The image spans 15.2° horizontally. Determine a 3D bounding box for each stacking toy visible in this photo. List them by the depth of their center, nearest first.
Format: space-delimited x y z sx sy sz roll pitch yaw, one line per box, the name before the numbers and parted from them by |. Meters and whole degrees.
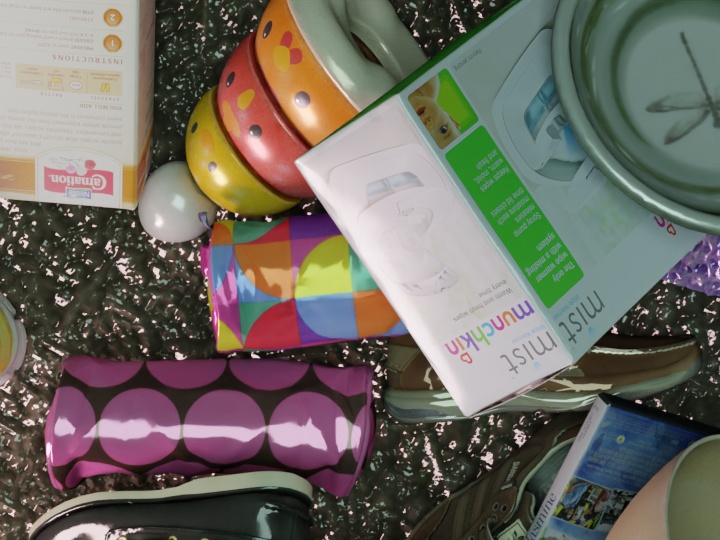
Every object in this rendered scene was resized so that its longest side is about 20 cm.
stacking toy | -0.055 -0.079 1.635 0.200 0.146 0.146 -38 94 19

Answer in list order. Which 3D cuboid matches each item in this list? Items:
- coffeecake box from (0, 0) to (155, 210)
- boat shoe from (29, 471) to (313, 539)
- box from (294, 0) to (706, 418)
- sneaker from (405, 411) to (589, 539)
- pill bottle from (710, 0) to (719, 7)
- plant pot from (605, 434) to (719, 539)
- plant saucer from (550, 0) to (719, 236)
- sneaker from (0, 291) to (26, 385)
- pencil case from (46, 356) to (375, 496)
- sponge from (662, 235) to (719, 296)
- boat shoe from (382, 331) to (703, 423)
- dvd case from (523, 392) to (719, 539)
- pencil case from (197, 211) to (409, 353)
coffeecake box | -0.201 -0.146 1.605 0.152 0.073 0.201 5 117 3
boat shoe | -0.119 0.167 1.619 0.200 0.074 0.063 -11 64 30
box | 0.088 -0.046 1.523 0.097 0.200 0.177 -31 95 43
sneaker | 0.085 0.159 1.664 0.070 0.076 0.200 42 93 -3
pill bottle | 0.235 -0.126 1.621 0.200 0.114 0.114 44 94 -3
plant pot | 0.203 0.216 1.578 0.201 0.200 0.134 50 126 -3
plant saucer | 0.197 -0.103 1.518 0.199 0.050 0.201 6 66 -12
sneaker | -0.285 -0.007 1.646 0.200 0.090 0.078 42 95 -1
pencil case | -0.090 0.097 1.651 0.199 0.091 0.094 3 135 1
sponge | 0.238 -0.029 1.581 0.199 0.030 0.112 19 124 25
boat shoe | 0.110 0.050 1.657 0.199 0.076 0.072 -5 93 -1
dvd case | 0.160 0.179 1.647 0.142 0.018 0.201 17 107 -29
pencil case | 0.000 0.000 1.619 0.199 0.088 0.089 -3 95 2
